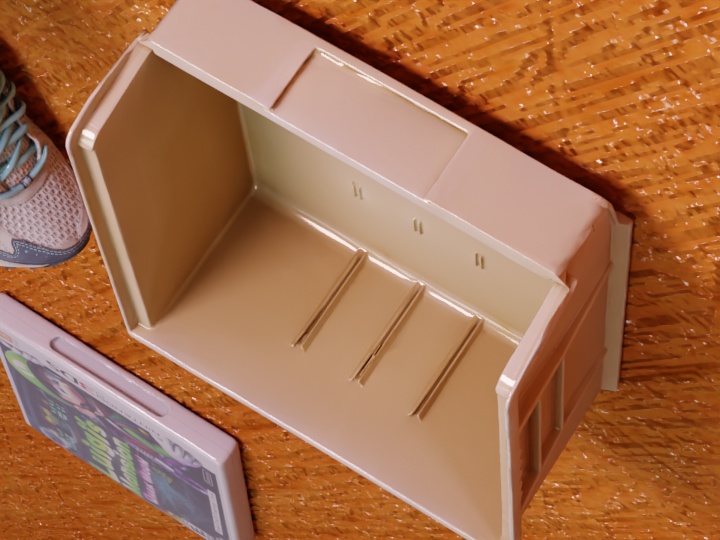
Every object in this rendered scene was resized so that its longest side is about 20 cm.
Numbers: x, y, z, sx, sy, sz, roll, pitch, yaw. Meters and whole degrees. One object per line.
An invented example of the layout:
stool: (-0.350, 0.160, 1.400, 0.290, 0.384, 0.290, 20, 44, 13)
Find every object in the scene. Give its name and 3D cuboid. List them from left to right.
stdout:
sneaker: (-0.197, -0.072, 1.234, 0.200, 0.078, 0.086, 45, 156, -26)
video game case: (-0.152, 0.104, 1.661, 0.181, 0.023, 0.200, 31, 161, 13)
storage bin: (0.000, 0.000, 1.032, 0.199, 0.094, 0.199, 31, 161, 16)
